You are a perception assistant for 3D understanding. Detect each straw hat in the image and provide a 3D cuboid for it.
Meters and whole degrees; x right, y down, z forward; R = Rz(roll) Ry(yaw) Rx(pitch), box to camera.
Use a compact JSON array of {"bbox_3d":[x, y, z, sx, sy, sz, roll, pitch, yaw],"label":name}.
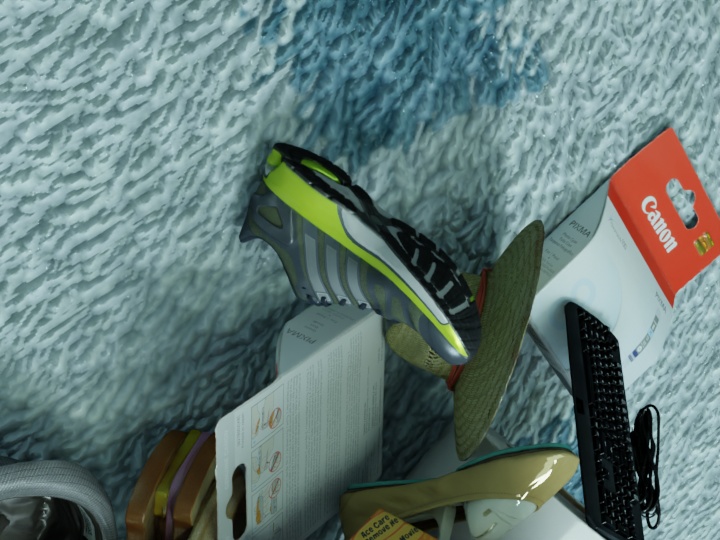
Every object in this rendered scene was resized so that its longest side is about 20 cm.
[{"bbox_3d":[0.064,0.039,1.100,0.084,0.201,0.203,19,107,-3],"label":"straw hat"}]

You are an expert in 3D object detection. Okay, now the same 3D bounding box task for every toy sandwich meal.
[{"bbox_3d":[-0.139,0.218,1.074,0.070,0.205,0.207,19,108,6],"label":"toy sandwich meal"}]

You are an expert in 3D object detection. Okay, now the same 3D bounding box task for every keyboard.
[{"bbox_3d":[0.205,0.121,1.143,0.039,0.202,0.104,-24,138,30],"label":"keyboard"}]

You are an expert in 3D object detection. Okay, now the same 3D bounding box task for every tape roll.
[{"bbox_3d":[0.115,0.228,1.186,0.139,0.203,0.202,-51,130,2],"label":"tape roll"}]

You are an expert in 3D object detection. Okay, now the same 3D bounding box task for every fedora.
[{"bbox_3d":[-0.264,0.189,0.993,0.199,0.090,0.178,-11,123,-39],"label":"fedora"}]

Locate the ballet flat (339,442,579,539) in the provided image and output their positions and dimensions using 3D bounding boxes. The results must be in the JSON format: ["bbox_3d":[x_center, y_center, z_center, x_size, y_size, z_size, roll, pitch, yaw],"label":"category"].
[{"bbox_3d":[0.073,0.176,1.074,0.199,0.064,0.068,-18,150,32],"label":"ballet flat"}]

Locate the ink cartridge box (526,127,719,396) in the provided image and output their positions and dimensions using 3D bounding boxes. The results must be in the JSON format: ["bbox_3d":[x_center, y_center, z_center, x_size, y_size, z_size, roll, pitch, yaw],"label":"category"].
[{"bbox_3d":[0.228,0.004,1.236,0.200,0.047,0.160,-42,129,-4],"label":"ink cartridge box"}]

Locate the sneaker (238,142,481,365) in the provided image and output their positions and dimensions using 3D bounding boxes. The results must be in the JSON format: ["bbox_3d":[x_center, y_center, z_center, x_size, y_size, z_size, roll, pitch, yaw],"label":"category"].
[{"bbox_3d":[0.000,0.000,1.026,0.081,0.200,0.074,-53,168,24],"label":"sneaker"}]

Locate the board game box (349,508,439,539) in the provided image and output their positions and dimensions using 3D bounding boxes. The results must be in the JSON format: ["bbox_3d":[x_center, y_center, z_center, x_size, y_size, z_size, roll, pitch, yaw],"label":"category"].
[{"bbox_3d":[0.035,0.332,1.000,0.200,0.199,0.201,-40,143,-40],"label":"board game box"}]

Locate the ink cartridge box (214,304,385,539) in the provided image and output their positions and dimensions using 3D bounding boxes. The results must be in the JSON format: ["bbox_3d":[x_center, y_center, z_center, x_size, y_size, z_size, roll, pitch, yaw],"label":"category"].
[{"bbox_3d":[-0.054,0.124,1.074,0.199,0.050,0.162,-31,132,-45],"label":"ink cartridge box"}]
